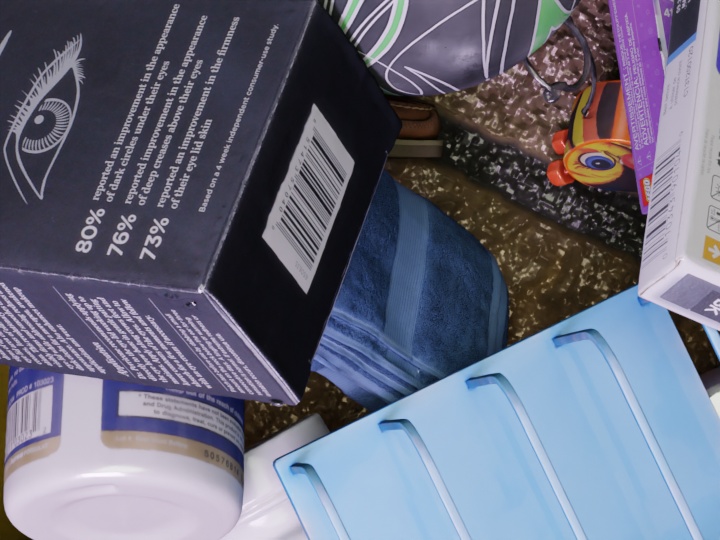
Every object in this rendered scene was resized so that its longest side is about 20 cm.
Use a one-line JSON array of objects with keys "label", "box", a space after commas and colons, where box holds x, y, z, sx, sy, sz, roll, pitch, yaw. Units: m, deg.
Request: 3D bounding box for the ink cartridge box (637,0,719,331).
[{"label": "ink cartridge box", "box": [0.226, -0.043, 1.303, 0.200, 0.043, 0.198, 22, 57, -19]}]

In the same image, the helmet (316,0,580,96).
[{"label": "helmet", "box": [0.024, -0.172, 1.274, 0.200, 0.200, 0.191, 21, 48, 2]}]

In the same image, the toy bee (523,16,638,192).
[{"label": "toy bee", "box": [0.147, -0.069, 1.419, 0.200, 0.109, 0.131, 41, 60, -11]}]

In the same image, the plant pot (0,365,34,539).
[{"label": "plant pot", "box": [-0.231, 0.050, 1.389, 0.142, 0.200, 0.200, -14, 89, 27]}]

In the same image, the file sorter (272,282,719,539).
[{"label": "file sorter", "box": [0.084, 0.106, 1.300, 0.200, 0.123, 0.139, -26, 90, -7]}]

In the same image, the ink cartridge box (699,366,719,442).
[{"label": "ink cartridge box", "box": [0.228, 0.105, 1.411, 0.200, 0.084, 0.145, -24, 90, 1]}]

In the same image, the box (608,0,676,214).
[{"label": "box", "box": [0.215, -0.098, 1.377, 0.200, 0.039, 0.137, -1, 77, -29]}]

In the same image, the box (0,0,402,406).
[{"label": "box", "box": [-0.107, -0.038, 1.253, 0.200, 0.104, 0.148, 7, 63, 29]}]

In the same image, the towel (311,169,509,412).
[{"label": "towel", "box": [0.000, 0.000, 1.367, 0.049, 0.200, 0.112, -15, 55, 39]}]

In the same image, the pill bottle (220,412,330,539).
[{"label": "pill bottle", "box": [-0.008, 0.175, 1.404, 0.111, 0.111, 0.200, -29, 89, 1]}]

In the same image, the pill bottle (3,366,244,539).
[{"label": "pill bottle", "box": [-0.109, 0.025, 1.357, 0.111, 0.111, 0.200, -1, 65, 2]}]

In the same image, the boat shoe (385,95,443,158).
[{"label": "boat shoe", "box": [-0.054, -0.098, 1.426, 0.200, 0.072, 0.068, 10, 91, 1]}]
